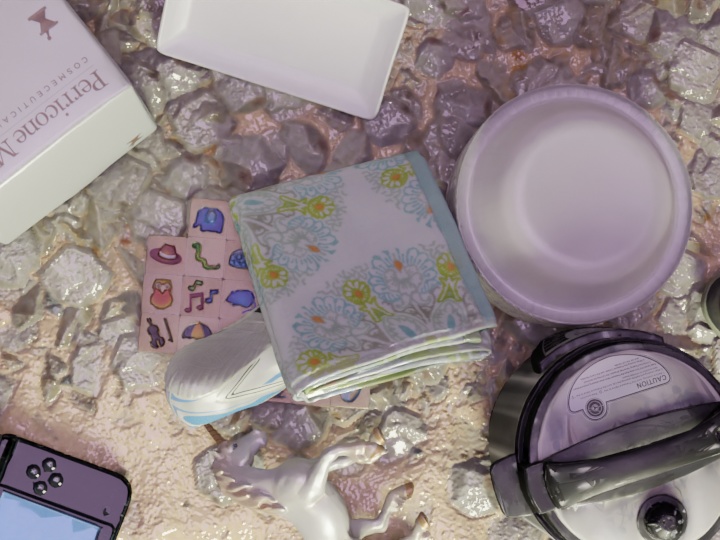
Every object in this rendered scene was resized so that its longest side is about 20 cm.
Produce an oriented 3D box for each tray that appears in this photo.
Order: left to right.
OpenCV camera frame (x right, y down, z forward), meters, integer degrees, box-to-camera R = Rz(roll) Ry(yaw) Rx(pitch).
[{"bbox_3d":[-0.066,-0.206,0.928,0.199,0.022,0.108,18,119,-2],"label":"tray"}]

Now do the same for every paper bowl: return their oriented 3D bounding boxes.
[{"bbox_3d":[0.175,-0.055,0.910,0.200,0.104,0.202,0,84,-4],"label":"paper bowl"}]

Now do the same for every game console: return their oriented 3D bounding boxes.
[{"bbox_3d":[-0.294,0.234,0.850,0.172,0.119,0.201,21,85,-2],"label":"game console"}]

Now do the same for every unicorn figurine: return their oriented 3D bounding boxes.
[{"bbox_3d":[-0.033,0.182,0.890,0.137,0.074,0.201,-28,94,5],"label":"unicorn figurine"}]

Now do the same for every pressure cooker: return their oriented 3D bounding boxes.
[{"bbox_3d":[0.199,0.136,0.848,0.178,0.200,0.176,30,85,0],"label":"pressure cooker"}]

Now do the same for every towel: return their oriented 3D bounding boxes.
[{"bbox_3d":[0.000,0.000,0.881,0.170,0.048,0.201,-13,59,-13],"label":"towel"}]

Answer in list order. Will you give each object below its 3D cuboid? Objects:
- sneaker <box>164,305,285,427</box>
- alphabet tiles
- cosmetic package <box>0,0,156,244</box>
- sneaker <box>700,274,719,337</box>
[{"bbox_3d":[-0.068,0.065,0.905,0.199,0.073,0.072,-24,59,-17],"label":"sneaker"},{"bbox_3d":[-0.085,0.027,0.935,0.199,0.008,0.168,5,86,-3],"label":"alphabet tiles"},{"bbox_3d":[-0.290,-0.152,0.855,0.167,0.166,0.200,-39,90,-6],"label":"cosmetic package"},{"bbox_3d":[0.390,0.054,0.913,0.199,0.106,0.075,25,85,-2],"label":"sneaker"}]
